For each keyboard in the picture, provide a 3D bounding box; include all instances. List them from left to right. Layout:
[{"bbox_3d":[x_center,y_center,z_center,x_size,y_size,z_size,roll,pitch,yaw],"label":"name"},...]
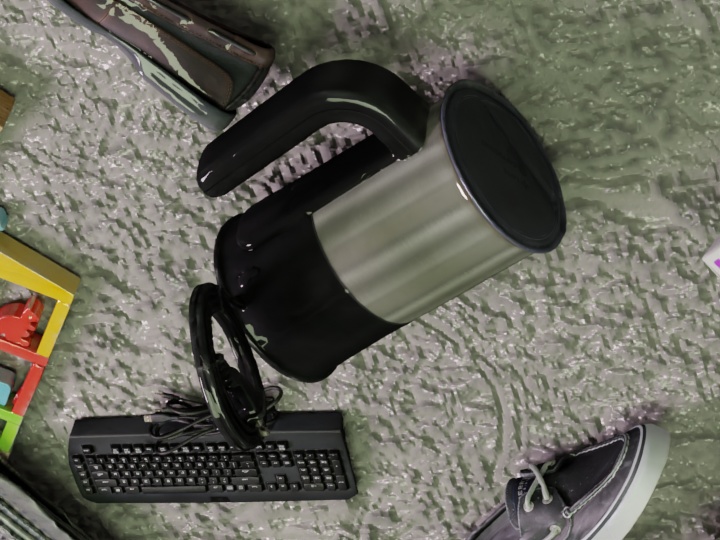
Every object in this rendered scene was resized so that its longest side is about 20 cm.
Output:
[{"bbox_3d":[-0.107,0.129,1.806,0.200,0.040,0.104,-3,128,13],"label":"keyboard"}]

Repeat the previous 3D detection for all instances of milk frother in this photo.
[{"bbox_3d":[0.000,0.000,1.566,0.188,0.200,0.180,-31,138,30],"label":"milk frother"}]

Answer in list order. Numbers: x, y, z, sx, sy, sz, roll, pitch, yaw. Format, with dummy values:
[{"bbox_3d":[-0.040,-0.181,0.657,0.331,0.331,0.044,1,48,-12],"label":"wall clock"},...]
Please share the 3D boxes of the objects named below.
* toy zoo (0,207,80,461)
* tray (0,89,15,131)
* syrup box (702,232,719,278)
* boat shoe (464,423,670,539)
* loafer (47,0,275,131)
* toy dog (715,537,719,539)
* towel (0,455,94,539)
[{"bbox_3d":[-0.268,0.034,1.773,0.131,0.020,0.200,22,129,-7],"label":"toy zoo"},{"bbox_3d":[-0.326,-0.122,1.652,0.200,0.037,0.099,33,127,-14],"label":"tray"},{"bbox_3d":[0.288,-0.040,1.514,0.081,0.079,0.200,43,148,-5],"label":"syrup box"},{"bbox_3d":[0.129,0.158,1.766,0.068,0.072,0.200,29,135,-14],"label":"boat shoe"},{"bbox_3d":[-0.137,-0.167,1.565,0.200,0.072,0.063,40,105,-18],"label":"loafer"},{"bbox_3d":[0.262,0.256,1.773,0.194,0.140,0.200,0,129,-5],"label":"toy dog"},{"bbox_3d":[-0.280,0.208,1.892,0.200,0.035,0.193,-28,118,37],"label":"towel"}]
